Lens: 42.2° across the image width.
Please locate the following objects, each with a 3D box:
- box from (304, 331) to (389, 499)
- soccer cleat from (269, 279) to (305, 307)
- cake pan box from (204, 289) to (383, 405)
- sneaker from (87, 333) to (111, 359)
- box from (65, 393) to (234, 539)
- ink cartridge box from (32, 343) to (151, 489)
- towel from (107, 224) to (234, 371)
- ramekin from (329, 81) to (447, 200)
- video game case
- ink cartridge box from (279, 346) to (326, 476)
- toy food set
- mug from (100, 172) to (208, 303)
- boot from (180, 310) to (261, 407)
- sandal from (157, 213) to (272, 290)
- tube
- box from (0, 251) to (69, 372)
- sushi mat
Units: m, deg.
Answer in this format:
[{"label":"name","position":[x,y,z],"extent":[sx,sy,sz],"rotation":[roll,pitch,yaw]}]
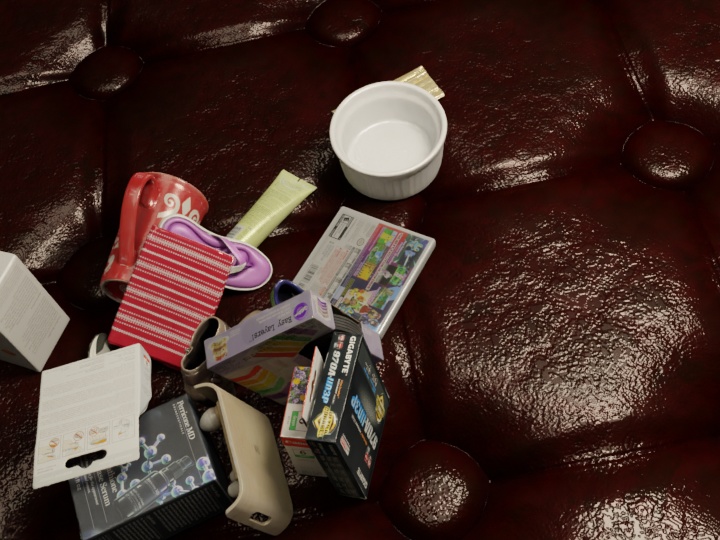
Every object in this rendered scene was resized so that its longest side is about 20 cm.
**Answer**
[{"label":"box","position":[-0.014,0.202,1.286],"extent":[0.046,0.200,0.160],"rotation":[5,57,17]},{"label":"soccer cleat","position":[-0.065,0.089,1.434],"extent":[0.200,0.084,0.065],"rotation":[40,68,19]},{"label":"cake pan box","position":[-0.089,0.113,1.333],"extent":[0.199,0.184,0.053],"rotation":[-26,56,22]},{"label":"sneaker","position":[-0.376,0.187,1.448],"extent":[0.079,0.074,0.201],"rotation":[-15,61,-12]},{"label":"box","position":[-0.303,0.298,1.332],"extent":[0.199,0.107,0.149],"rotation":[-24,55,-7]},{"label":"ink cartridge box","position":[-0.380,0.213,1.337],"extent":[0.161,0.050,0.201],"rotation":[-16,51,5]},{"label":"towel","position":[-0.298,0.047,1.468],"extent":[0.144,0.022,0.201],"rotation":[21,88,-7]},{"label":"ramekin","position":[0.051,-0.218,1.609],"extent":[0.199,0.098,0.202],"rotation":[-3,59,6]},{"label":"video game case","position":[0.000,0.000,1.527],"extent":[0.181,0.023,0.201],"rotation":[21,62,22]},{"label":"ink cartridge box","position":[-0.074,0.198,1.299],"extent":[0.050,0.201,0.110],"rotation":[3,57,12]},{"label":"toy food set","position":[-0.169,0.265,1.310],"extent":[0.060,0.144,0.201],"rotation":[-28,55,11]},{"label":"mug","position":[-0.361,-0.055,1.546],"extent":[0.133,0.177,0.201],"rotation":[-7,56,38]},{"label":"boot","position":[-0.203,0.113,1.412],"extent":[0.070,0.147,0.201],"rotation":[10,58,18]},{"label":"sandal","position":[-0.235,-0.022,1.507],"extent":[0.202,0.050,0.083],"rotation":[25,89,-19]},{"label":"tube","position":[-0.163,-0.093,1.606],"extent":[0.058,0.052,0.200],"rotation":[46,63,-16]},{"label":"box","position":[-0.588,0.056,1.487],"extent":[0.151,0.200,0.107],"rotation":[13,61,18]},{"label":"sushi mat","position":[0.050,-0.308,1.728],"extent":[0.199,0.012,0.096],"rotation":[-29,57,-9]}]
